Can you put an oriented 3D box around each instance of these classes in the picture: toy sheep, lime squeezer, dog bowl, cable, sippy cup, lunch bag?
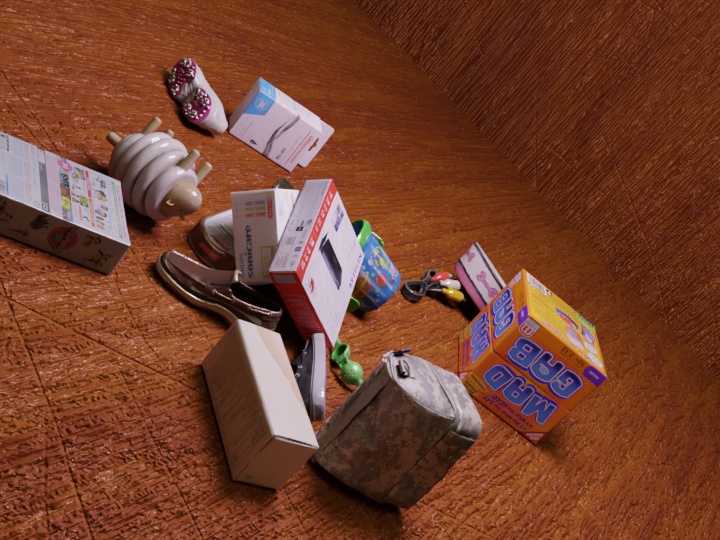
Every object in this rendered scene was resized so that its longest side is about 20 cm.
[{"bbox_3d":[-0.317,-0.153,1.486,0.200,0.139,0.137,39,20,23],"label":"toy sheep"},{"bbox_3d":[-0.015,0.149,1.564,0.070,0.038,0.201,14,35,-49],"label":"lime squeezer"},{"bbox_3d":[0.279,0.040,2.130,0.201,0.073,0.200,56,8,-12],"label":"dog bowl"},{"bbox_3d":[0.147,0.024,2.031,0.199,0.050,0.098,11,40,-54],"label":"cable"},{"bbox_3d":[0.000,0.000,1.750,0.130,0.178,0.139,46,-20,-17],"label":"sippy cup"},{"bbox_3d":[0.045,0.213,1.338,0.167,0.200,0.140,24,28,-39],"label":"lunch bag"}]

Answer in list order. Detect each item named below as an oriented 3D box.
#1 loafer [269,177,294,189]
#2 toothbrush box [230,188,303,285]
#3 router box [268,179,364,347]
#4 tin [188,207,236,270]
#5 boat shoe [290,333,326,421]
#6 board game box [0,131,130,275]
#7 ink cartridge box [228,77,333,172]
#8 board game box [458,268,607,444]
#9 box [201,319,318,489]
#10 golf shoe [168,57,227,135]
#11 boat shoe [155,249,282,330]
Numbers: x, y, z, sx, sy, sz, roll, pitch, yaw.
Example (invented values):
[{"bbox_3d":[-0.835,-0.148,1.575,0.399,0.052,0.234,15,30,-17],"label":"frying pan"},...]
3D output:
[{"bbox_3d":[-0.150,-0.125,1.799,0.076,0.067,0.200,47,7,2],"label":"loafer"},{"bbox_3d":[-0.123,-0.054,1.576,0.200,0.085,0.148,-4,91,-66],"label":"toothbrush box"},{"bbox_3d":[-0.065,-0.012,1.538,0.180,0.048,0.201,66,32,-43],"label":"router box"},{"bbox_3d":[-0.208,-0.051,1.606,0.112,0.042,0.200,41,22,6],"label":"tin"},{"bbox_3d":[-0.079,0.151,1.425,0.056,0.069,0.200,-1,24,-1],"label":"boat shoe"},{"bbox_3d":[-0.416,-0.093,1.303,0.199,0.064,0.148,23,30,-36],"label":"board game box"},{"bbox_3d":[-0.159,-0.289,2.002,0.199,0.116,0.067,31,25,-25],"label":"ink cartridge box"},{"bbox_3d":[0.328,0.164,1.886,0.199,0.200,0.200,38,23,-11],"label":"board game box"},{"bbox_3d":[-0.134,0.172,1.258,0.077,0.095,0.201,23,31,-39],"label":"box"},{"bbox_3d":[-0.320,-0.340,1.910,0.091,0.075,0.201,39,19,-50],"label":"golf shoe"},{"bbox_3d":[-0.203,0.023,1.429,0.201,0.075,0.075,35,23,-17],"label":"boat shoe"}]
